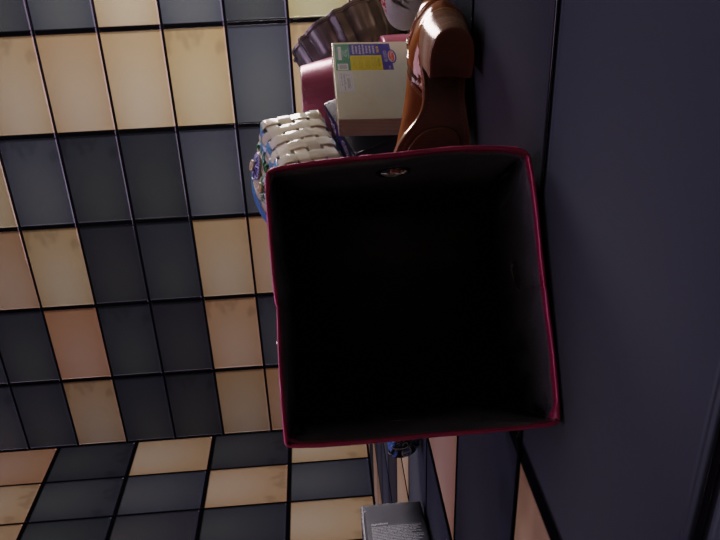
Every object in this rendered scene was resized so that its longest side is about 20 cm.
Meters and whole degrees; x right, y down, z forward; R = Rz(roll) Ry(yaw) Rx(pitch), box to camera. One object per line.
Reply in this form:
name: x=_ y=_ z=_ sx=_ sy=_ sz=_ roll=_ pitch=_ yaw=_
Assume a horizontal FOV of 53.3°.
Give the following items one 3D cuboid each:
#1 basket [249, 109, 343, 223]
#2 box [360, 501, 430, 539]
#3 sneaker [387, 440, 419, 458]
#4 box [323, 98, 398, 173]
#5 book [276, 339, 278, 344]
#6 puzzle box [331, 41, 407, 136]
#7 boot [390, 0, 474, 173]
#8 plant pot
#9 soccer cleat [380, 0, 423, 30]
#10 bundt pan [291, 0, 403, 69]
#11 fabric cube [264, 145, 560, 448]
basket: x=-0.085 y=-0.113 z=1.030 sx=0.201 sy=0.137 sz=0.177 roll=84 pitch=165 yaw=-44
box: x=0.068 y=0.558 z=1.278 sx=0.197 sy=0.122 sz=0.203 roll=-109 pitch=15 yaw=-74
sneaker: x=0.081 y=0.291 z=1.310 sx=0.200 sy=0.078 sz=0.090 roll=72 pitch=-174 yaw=-68
box: x=0.027 y=-0.130 z=0.994 sx=0.142 sy=0.078 sz=0.201 roll=-121 pitch=9 yaw=-46
book: x=-0.034 y=0.123 z=1.171 sx=0.048 sy=0.200 sz=0.134 roll=-38 pitch=22 yaw=30
puzzle box: x=0.031 y=-0.241 z=0.933 sx=0.201 sy=0.131 sz=0.026 roll=-95 pitch=4 yaw=-46
boot: x=0.072 y=-0.179 z=0.754 sx=0.155 sy=0.073 sz=0.202 roll=-96 pitch=18 yaw=-59
plant pot: x=-0.001 y=-0.256 z=1.112 sx=0.200 sy=0.176 sz=0.203 roll=176 pitch=90 yaw=-88
soccer cleat: x=0.060 y=-0.364 z=0.870 sx=0.201 sy=0.068 sz=0.086 roll=99 pitch=172 yaw=-57
bundt pan: x=-0.011 y=-0.374 z=1.213 sx=0.076 sy=0.200 sz=0.202 roll=62 pitch=175 yaw=4
fabric cube: x=0.033 y=0.025 z=0.590 sx=0.199 sy=0.193 sz=0.203 roll=97 pitch=168 yaw=-85
